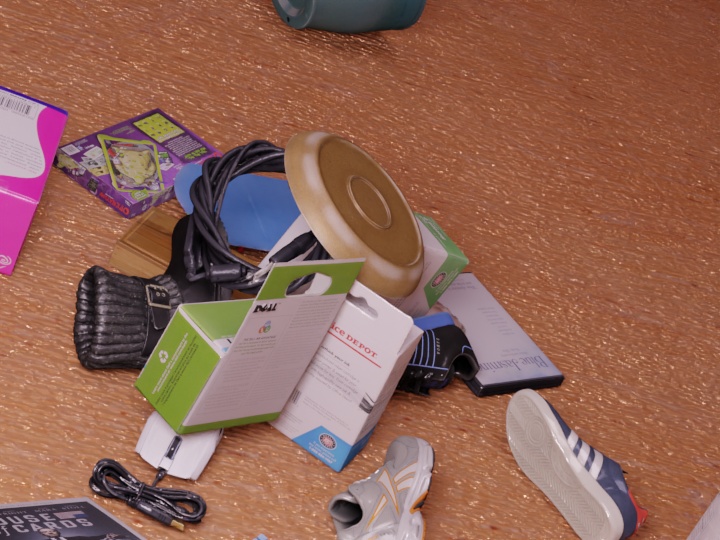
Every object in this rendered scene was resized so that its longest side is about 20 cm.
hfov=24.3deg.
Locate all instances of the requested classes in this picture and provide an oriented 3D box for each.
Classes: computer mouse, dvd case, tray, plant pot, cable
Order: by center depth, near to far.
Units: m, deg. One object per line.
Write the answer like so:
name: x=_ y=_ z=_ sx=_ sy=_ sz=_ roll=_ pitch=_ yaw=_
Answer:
dvd case: x=-0.246 y=0.231 z=1.368 sx=0.150 sy=0.025 sz=0.200 roll=1 pitch=13 yaw=-37
computer mouse: x=-0.177 y=0.163 z=1.590 sx=0.109 sy=0.044 sz=0.200 roll=24 pitch=30 yaw=-2
plant pot: x=0.002 y=-0.063 z=1.691 sx=0.200 sy=0.027 sz=0.201 roll=39 pitch=30 yaw=-28
cable: x=-0.095 y=-0.062 z=1.707 sx=0.162 sy=0.051 sz=0.201 roll=-2 pitch=49 yaw=11
tray: x=-0.167 y=0.006 z=1.847 sx=0.199 sy=0.037 sz=0.099 roll=28 pitch=30 yaw=4
dvd case: x=0.135 y=0.073 z=1.991 sx=0.142 sy=0.018 sz=0.200 roll=-3 pitch=42 yaw=-41
plant pot: x=-0.029 y=-0.441 z=2.502 sx=0.187 sy=0.201 sz=0.200 roll=-18 pitch=50 yaw=-31

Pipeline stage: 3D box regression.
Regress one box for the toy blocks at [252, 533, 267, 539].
toy blocks: x=-0.095 y=0.283 z=1.376 sx=0.100 sy=0.137 sz=0.200 roll=37 pitch=31 yaw=18

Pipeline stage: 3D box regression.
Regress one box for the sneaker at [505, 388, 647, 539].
sneaker: x=0.235 y=0.210 z=1.807 sx=0.084 sy=0.075 sz=0.200 roll=-7 pitch=53 yaw=-41

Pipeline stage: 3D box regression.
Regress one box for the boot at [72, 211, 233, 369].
boot: x=-0.214 y=0.014 z=1.717 sx=0.157 sy=0.080 sz=0.212 roll=9 pitch=49 yaw=-23

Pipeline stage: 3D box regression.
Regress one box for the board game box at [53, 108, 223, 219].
board game box: x=-0.259 y=-0.130 z=1.993 sx=0.120 sy=0.032 sz=0.200 roll=32 pitch=31 yaw=18

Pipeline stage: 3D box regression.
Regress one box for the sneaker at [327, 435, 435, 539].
sneaker: x=0.017 y=0.220 z=1.626 sx=0.092 sy=0.076 sz=0.200 roll=18 pitch=30 yaw=-4

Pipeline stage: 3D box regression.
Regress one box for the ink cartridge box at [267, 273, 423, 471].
ink cartridge box: x=-0.016 y=0.086 z=1.675 sx=0.116 sy=0.200 sz=0.068 roll=34 pitch=31 yaw=12

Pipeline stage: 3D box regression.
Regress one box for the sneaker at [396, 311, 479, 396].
sneaker: x=0.051 y=0.102 z=1.832 sx=0.199 sy=0.070 sz=0.078 roll=-15 pitch=61 yaw=-42

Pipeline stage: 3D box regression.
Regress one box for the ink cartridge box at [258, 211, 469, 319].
ink cartridge box: x=0.000 y=0.000 z=1.822 sx=0.200 sy=0.145 sz=0.088 roll=14 pitch=31 yaw=-53

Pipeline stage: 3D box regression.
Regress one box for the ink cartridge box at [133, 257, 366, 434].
ink cartridge box: x=-0.102 y=0.050 z=1.580 sx=0.076 sy=0.200 sz=0.148 roll=43 pitch=25 yaw=27

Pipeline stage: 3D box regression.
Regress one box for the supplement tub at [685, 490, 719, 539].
supplement tub: x=0.392 y=0.290 z=1.673 sx=0.131 sy=0.201 sz=0.132 roll=19 pitch=31 yaw=-12

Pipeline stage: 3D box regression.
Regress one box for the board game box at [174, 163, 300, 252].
board game box: x=-0.130 y=-0.056 z=1.965 sx=0.199 sy=0.039 sz=0.158 roll=8 pitch=35 yaw=-28

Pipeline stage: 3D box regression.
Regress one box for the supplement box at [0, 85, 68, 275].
supplement box: x=-0.386 y=-0.101 z=1.778 sx=0.101 sy=0.104 sz=0.200 roll=20 pitch=30 yaw=-11
